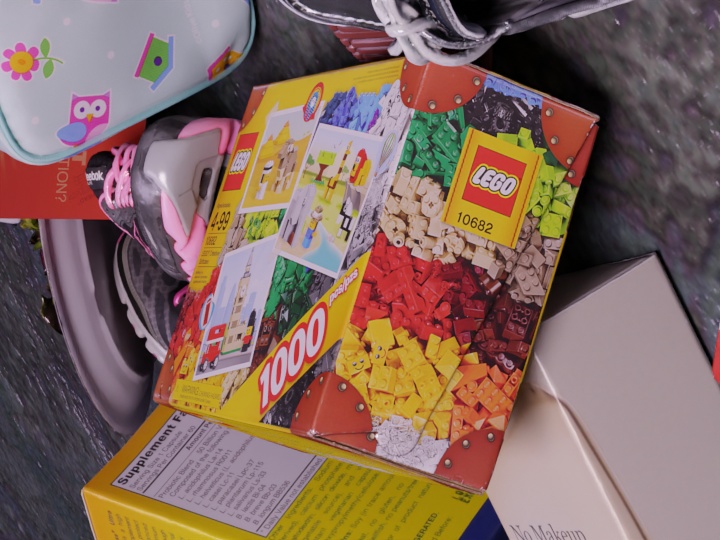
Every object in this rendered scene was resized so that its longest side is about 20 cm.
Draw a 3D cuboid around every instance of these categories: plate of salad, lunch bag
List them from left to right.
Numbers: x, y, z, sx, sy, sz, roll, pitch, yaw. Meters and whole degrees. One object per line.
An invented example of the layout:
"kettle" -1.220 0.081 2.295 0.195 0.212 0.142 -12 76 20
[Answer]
"lunch bag" -0.146 -0.159 1.044 0.077 0.160 0.200 24 138 53
"plate of salad" -0.154 -0.006 1.265 0.200 0.048 0.201 -11 -90 -82

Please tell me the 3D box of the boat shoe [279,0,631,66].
"boat shoe" 0.032 -0.106 0.786 0.199 0.068 0.074 -2 138 42

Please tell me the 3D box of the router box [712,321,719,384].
"router box" 0.198 0.025 0.690 0.200 0.049 0.180 45 152 33

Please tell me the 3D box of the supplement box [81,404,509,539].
"supplement box" -0.015 0.134 1.090 0.200 0.109 0.110 16 135 28

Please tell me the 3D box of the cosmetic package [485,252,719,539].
"cosmetic package" 0.113 0.101 0.923 0.200 0.073 0.103 62 156 -5

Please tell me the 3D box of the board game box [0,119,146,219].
"board game box" -0.197 -0.103 1.104 0.040 0.200 0.154 23 110 54

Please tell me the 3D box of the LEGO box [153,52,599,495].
"LEGO box" 0.000 0.000 0.917 0.077 0.149 0.200 20 173 -21

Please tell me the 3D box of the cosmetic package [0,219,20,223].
"cosmetic package" -0.209 -0.134 1.180 0.113 0.081 0.201 21 98 55

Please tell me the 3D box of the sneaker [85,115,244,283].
"sneaker" -0.091 -0.034 1.074 0.095 0.079 0.200 20 172 9

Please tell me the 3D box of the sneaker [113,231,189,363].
"sneaker" -0.055 0.032 1.192 0.200 0.074 0.088 49 150 23

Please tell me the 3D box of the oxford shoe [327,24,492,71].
"oxford shoe" 0.013 -0.150 0.874 0.070 0.075 0.200 -1 138 22
